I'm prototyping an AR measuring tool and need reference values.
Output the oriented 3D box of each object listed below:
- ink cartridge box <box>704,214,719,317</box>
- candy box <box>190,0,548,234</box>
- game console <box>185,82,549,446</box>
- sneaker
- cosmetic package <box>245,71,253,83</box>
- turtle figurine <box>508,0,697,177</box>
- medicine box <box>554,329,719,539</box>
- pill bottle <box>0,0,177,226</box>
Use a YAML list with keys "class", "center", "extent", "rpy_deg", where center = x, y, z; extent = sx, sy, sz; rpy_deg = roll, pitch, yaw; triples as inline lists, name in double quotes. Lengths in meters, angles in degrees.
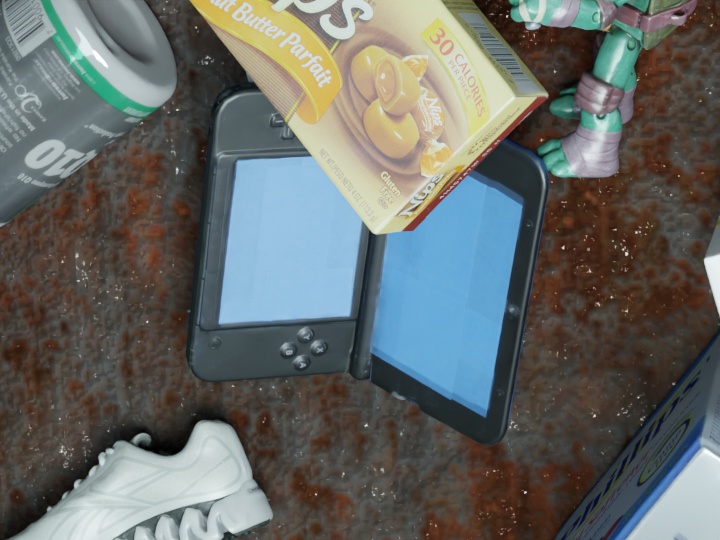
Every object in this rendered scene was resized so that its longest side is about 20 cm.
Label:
- class: "ink cartridge box"
  center: [0.243, 0.020, 1.577]
  extent: [0.067, 0.200, 0.117]
  rpy_deg: [-16, 102, 17]
- class: "candy box"
  center: [-0.003, -0.133, 1.561]
  extent: [0.115, 0.055, 0.200]
  rpy_deg: [-43, 75, 21]
- class: "game console"
  center: [0.000, 0.000, 1.648]
  extent: [0.170, 0.118, 0.201]
  rpy_deg: [-4, 121, -19]
- class: "sneaker"
  center: [-0.155, 0.151, 1.785]
  extent: [0.199, 0.075, 0.082]
  rpy_deg: [-18, 88, 15]
- class: "cosmetic package"
  center: [-0.036, -0.217, 1.640]
  extent: [0.101, 0.071, 0.201]
  rpy_deg: [-10, 104, 16]
- class: "turtle figurine"
  center: [0.140, -0.160, 1.576]
  extent: [0.100, 0.150, 0.201]
  rpy_deg: [21, 125, 22]
- class: "medicine box"
  center: [0.190, 0.156, 1.630]
  extent: [0.103, 0.200, 0.182]
  rpy_deg: [36, 111, -2]
- class: "pill bottle"
  center: [-0.217, -0.096, 1.696]
  extent: [0.200, 0.113, 0.113]
  rpy_deg: [-35, 96, 20]
